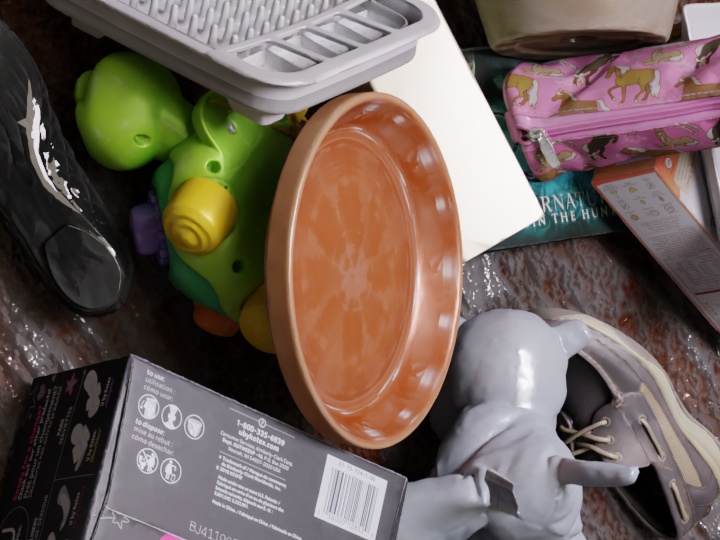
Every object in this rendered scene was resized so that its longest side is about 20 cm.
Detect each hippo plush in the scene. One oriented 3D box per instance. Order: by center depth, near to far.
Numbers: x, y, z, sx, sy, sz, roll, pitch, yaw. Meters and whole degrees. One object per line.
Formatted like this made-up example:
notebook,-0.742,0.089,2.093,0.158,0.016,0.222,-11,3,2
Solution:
hippo plush,0.068,0.104,1.402,0.158,0.201,0.162,-2,58,-5

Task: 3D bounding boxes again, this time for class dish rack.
dish rack,-0.073,-0.146,1.319,0.171,0.199,0.044,-29,140,-49

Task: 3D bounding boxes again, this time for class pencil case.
pencil case,0.192,-0.106,1.459,0.083,0.198,0.087,50,40,-50

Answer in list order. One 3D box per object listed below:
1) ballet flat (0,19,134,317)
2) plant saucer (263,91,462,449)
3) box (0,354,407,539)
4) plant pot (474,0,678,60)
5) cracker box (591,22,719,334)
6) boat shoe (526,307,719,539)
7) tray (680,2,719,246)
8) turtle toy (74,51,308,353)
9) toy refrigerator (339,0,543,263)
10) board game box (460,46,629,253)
ballet flat,-0.192,-0.061,1.297,0.066,0.057,0.201,-28,95,-10
plant saucer,0.000,0.000,1.310,0.200,0.032,0.202,-1,91,-59
box,-0.092,0.145,1.285,0.199,0.114,0.133,27,65,-32
plant pot,0.137,-0.231,1.484,0.199,0.199,0.175,3,84,-37
cracker box,0.247,-0.056,1.591,0.200,0.057,0.135,45,49,-35
boat shoe,0.171,0.104,1.521,0.200,0.074,0.074,44,58,-22
tray,0.255,-0.079,1.544,0.107,0.022,0.202,-11,90,-50
turtle toy,-0.084,-0.047,1.330,0.200,0.101,0.146,53,44,-22
toy refrigerator,0.035,-0.107,1.431,0.070,0.076,0.201,-29,94,-14
board game box,0.121,-0.086,1.546,0.199,0.028,0.137,-9,88,-38
